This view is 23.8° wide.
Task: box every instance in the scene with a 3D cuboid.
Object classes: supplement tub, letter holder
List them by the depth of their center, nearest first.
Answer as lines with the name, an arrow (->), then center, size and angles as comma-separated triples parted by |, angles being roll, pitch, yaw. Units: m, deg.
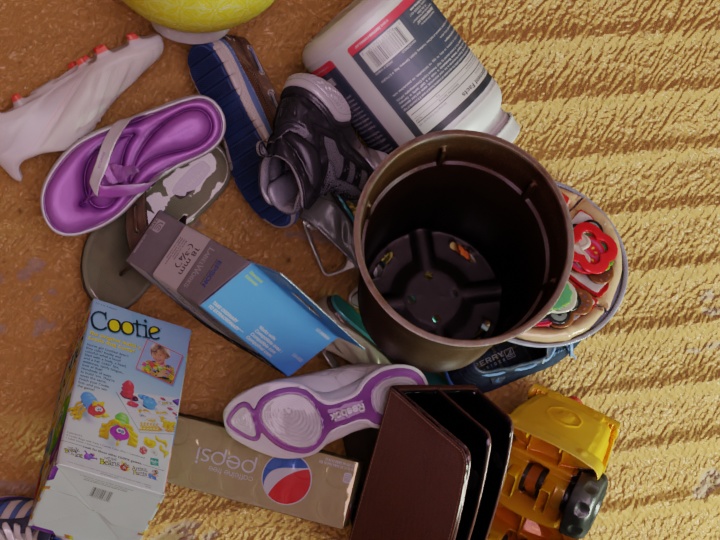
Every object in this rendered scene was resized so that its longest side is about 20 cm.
letter holder -> 0.078, 0.228, 1.600 | 0.100, 0.142, 0.202 | 2, 112, -33
supplement tub -> 0.051, -0.181, 1.695 | 0.140, 0.140, 0.200 | -41, 100, -10

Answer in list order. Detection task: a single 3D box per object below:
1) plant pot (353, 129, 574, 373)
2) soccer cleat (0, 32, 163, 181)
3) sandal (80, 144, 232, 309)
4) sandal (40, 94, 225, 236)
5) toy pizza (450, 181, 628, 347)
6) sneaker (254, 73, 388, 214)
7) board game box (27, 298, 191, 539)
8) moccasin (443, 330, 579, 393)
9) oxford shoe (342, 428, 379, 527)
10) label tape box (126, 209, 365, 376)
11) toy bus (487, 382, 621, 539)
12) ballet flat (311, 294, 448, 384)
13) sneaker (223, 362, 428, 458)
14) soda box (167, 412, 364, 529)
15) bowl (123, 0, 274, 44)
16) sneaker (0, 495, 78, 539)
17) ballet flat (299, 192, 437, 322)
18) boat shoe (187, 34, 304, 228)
plant pot -> 0.080, 0.001, 1.596 | 0.198, 0.198, 0.202 | 2, 71, -6
soccer cleat -> -0.271, -0.162, 1.657 | 0.199, 0.069, 0.078 | -31, 103, -4
sandal -> -0.202, -0.050, 1.676 | 0.080, 0.057, 0.202 | 40, 81, -14
sandal -> -0.219, -0.108, 1.633 | 0.202, 0.050, 0.083 | -36, 99, -11
toy pizza -> 0.177, -0.016, 1.738 | 0.198, 0.032, 0.202 | 4, 60, -6
sneaker -> -0.032, -0.085, 1.643 | 0.200, 0.075, 0.114 | 52, 59, -35
board game box -> -0.232, 0.145, 1.595 | 0.104, 0.103, 0.201 | 19, 43, -13
moccasin -> 0.178, 0.074, 1.750 | 0.199, 0.068, 0.081 | -33, 88, -28
oxford shoe -> 0.020, 0.216, 1.716 | 0.084, 0.072, 0.202 | -25, 95, -55
label tape box -> -0.111, 0.031, 1.606 | 0.064, 0.199, 0.144 | -55, 133, -8
toy bus -> 0.185, 0.217, 1.737 | 0.135, 0.192, 0.202 | 23, 119, 16
ballet flat -> 0.023, 0.103, 1.740 | 0.199, 0.069, 0.070 | 39, 82, -10
sneaker -> -0.036, 0.134, 1.655 | 0.198, 0.100, 0.076 | -8, 93, -12
soda box -> -0.100, 0.194, 1.672 | 0.198, 0.064, 0.068 | 14, 87, 6
bowl -> -0.160, -0.284, 1.643 | 0.198, 0.201, 0.108 | -2, 130, -14
sneaker -> -0.308, 0.258, 1.611 | 0.198, 0.146, 0.082 | -7, 93, -14
ballet flat -> 0.000, 0.000, 1.729 | 0.063, 0.067, 0.201 | -37, 94, 0
boat shoe -> -0.095, -0.143, 1.690 | 0.072, 0.072, 0.202 | -26, 95, -43
